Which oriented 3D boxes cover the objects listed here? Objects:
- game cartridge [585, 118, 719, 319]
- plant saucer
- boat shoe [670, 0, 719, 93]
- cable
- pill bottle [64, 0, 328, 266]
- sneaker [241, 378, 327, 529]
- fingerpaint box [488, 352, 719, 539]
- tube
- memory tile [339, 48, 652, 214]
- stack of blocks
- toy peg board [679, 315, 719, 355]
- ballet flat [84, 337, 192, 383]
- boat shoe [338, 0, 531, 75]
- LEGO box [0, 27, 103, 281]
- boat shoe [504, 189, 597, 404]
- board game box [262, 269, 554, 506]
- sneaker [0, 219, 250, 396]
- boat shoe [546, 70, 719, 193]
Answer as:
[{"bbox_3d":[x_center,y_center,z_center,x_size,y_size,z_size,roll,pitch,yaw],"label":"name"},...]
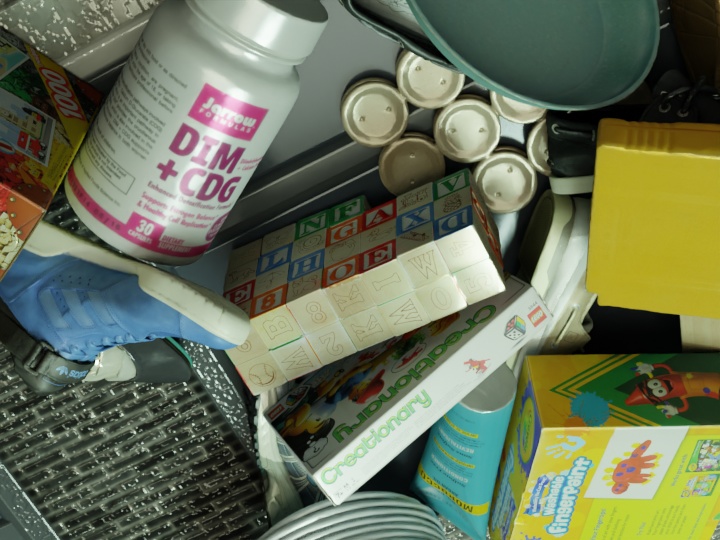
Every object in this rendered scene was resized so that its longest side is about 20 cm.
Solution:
[{"bbox_3d":[0.245,-0.026,0.874,0.198,0.033,0.177,7,147,10],"label":"game cartridge"},{"bbox_3d":[0.100,-0.182,0.885,0.199,0.201,0.036,28,147,-13],"label":"plant saucer"},{"bbox_3d":[0.264,-0.152,0.950,0.069,0.074,0.201,-23,123,-6],"label":"boat shoe"},{"bbox_3d":[-0.019,0.261,1.115,0.199,0.069,0.200,-36,141,12],"label":"cable"},{"bbox_3d":[-0.111,-0.113,0.944,0.113,0.114,0.201,28,114,-13],"label":"pill bottle"},{"bbox_3d":[-0.044,0.132,1.098,0.086,0.078,0.201,-12,124,-7],"label":"sneaker"},{"bbox_3d":[0.194,0.151,1.056,0.165,0.074,0.201,-1,137,-6],"label":"fingerpaint box"},{"bbox_3d":[0.079,0.140,1.061,0.077,0.050,0.201,39,148,23],"label":"tube"},{"bbox_3d":[0.097,-0.117,0.995,0.199,0.017,0.154,-33,112,16],"label":"memory tile"},{"bbox_3d":[0.000,0.000,0.993,0.199,0.115,0.059,-23,118,15],"label":"stack of blocks"},{"bbox_3d":[0.330,-0.009,0.987,0.197,0.098,0.201,0,145,16],"label":"toy peg board"},{"bbox_3d":[-0.218,0.039,1.042,0.200,0.073,0.073,42,110,-17],"label":"ballet flat"},{"bbox_3d":[0.075,-0.165,0.925,0.198,0.066,0.075,24,113,-11],"label":"boat shoe"},{"bbox_3d":[-0.266,-0.093,0.907,0.148,0.200,0.077,33,113,-16],"label":"LEGO box"},{"bbox_3d":[0.141,0.038,1.039,0.068,0.075,0.201,13,122,-11],"label":"boat shoe"},{"bbox_3d":[0.030,0.070,0.989,0.200,0.126,0.035,-40,113,-7],"label":"board game box"},{"bbox_3d":[-0.175,0.044,0.952,0.199,0.077,0.112,21,88,19],"label":"sneaker"},{"bbox_3d":[0.204,-0.098,0.916,0.199,0.074,0.067,-5,107,50],"label":"boat shoe"}]
